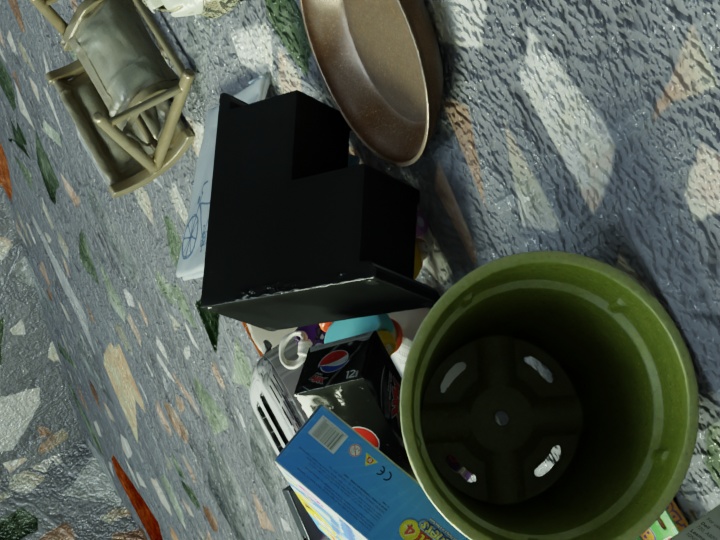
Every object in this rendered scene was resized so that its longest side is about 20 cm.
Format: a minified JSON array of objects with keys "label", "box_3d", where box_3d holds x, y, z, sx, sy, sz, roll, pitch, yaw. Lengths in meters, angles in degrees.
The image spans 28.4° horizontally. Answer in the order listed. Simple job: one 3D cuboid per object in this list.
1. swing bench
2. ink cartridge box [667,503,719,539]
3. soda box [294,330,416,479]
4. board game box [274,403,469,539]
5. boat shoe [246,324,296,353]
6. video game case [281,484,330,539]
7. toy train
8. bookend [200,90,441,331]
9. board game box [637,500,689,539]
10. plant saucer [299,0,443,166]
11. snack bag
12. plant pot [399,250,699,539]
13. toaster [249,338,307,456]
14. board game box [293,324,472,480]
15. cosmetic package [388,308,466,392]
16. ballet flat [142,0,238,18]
[{"label":"swing bench","box_3d":[-0.298,-0.233,1.730,0.200,0.129,0.200,58,164,18]},{"label":"ink cartridge box","box_3d":[0.201,0.267,0.930,0.084,0.199,0.146,37,146,46]},{"label":"soda box","box_3d":[0.020,0.152,1.217,0.201,0.070,0.064,62,-154,-29]},{"label":"board game box","box_3d":[0.040,0.210,1.071,0.199,0.056,0.196,37,166,22]},{"label":"boat shoe","box_3d":[-0.114,0.024,1.661,0.202,0.074,0.093,62,180,2]},{"label":"video game case","box_3d":[0.010,0.296,1.533,0.019,0.142,0.202,-20,95,53]},{"label":"toy train","box_3d":[0.000,0.000,1.271,0.149,0.055,0.203,10,84,44]},{"label":"bookend","box_3d":[-0.031,-0.064,1.217,0.197,0.092,0.203,-11,69,39]},{"label":"board game box","box_3d":[0.201,0.199,1.101,0.096,0.030,0.200,59,162,13]},{"label":"plant saucer","box_3d":[0.013,-0.182,1.124,0.201,0.036,0.202,51,155,34]},{"label":"snack bag","box_3d":[-0.144,-0.093,1.490,0.188,0.021,0.203,166,115,-66]},{"label":"plant pot","box_3d":[0.116,0.101,1.005,0.202,0.199,0.184,63,172,6]},{"label":"toaster","box_3d":[-0.029,0.148,1.477,0.201,0.128,0.114,60,160,14]},{"label":"board game box","box_3d":[0.023,0.128,1.340,0.199,0.032,0.120,39,174,15]},{"label":"cosmetic package","box_3d":[0.033,0.071,1.345,0.200,0.050,0.083,22,136,61]},{"label":"ballet flat","box_3d":[-0.179,-0.282,1.437,0.200,0.075,0.069,17,128,64]}]
